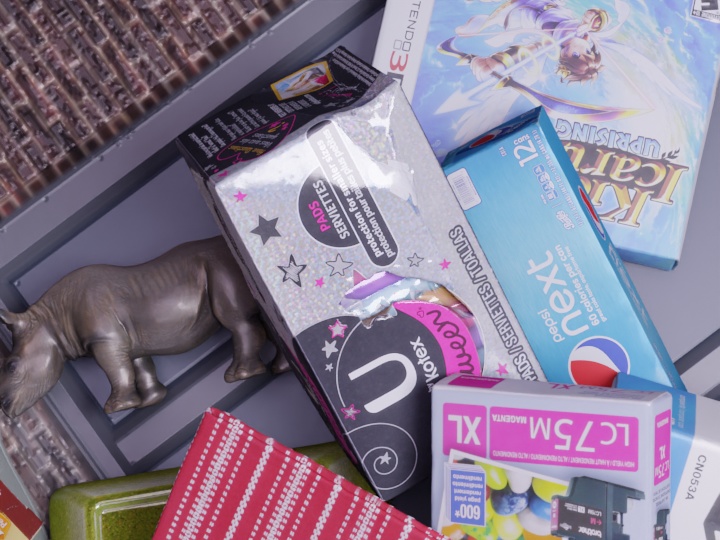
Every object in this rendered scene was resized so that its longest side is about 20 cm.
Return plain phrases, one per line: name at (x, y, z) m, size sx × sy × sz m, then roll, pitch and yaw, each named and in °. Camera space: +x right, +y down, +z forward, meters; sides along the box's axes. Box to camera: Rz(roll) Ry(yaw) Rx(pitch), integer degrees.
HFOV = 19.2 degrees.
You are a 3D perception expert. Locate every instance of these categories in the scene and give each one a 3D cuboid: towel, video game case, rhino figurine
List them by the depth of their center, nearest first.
towel at (-0.023, 0.176, 1.101) m, size 0.200 × 0.022 × 0.145 m, roll 28°, pitch 102°, yaw 21°
rhino figurine at (-0.137, 0.037, 1.232) m, size 0.199 × 0.060 × 0.088 m, roll -14°, pitch 85°, yaw 3°
video game case at (0.106, -0.110, 1.243) m, size 0.199 × 0.045 × 0.182 m, roll 12°, pitch 84°, yaw 5°

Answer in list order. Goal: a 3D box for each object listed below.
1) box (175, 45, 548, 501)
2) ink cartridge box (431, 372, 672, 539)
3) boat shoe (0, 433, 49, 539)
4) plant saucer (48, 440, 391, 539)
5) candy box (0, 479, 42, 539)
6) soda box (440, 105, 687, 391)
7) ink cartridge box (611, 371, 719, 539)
box at (0.000, 0.000, 1.150) m, size 0.115 × 0.132 × 0.200 m, roll -30°, pitch 109°, yaw -5°
ink cartridge box at (0.095, 0.157, 1.080) m, size 0.119 × 0.042 × 0.201 m, roll 3°, pitch 100°, yaw 25°
boat shoe at (-0.223, 0.138, 1.210) m, size 0.060 × 0.076 × 0.201 m, roll -17°, pitch 94°, yaw 10°
plant saucer at (-0.076, 0.187, 1.178) m, size 0.199 × 0.048 × 0.201 m, roll -10°, pitch 60°, yaw 2°
candy box at (-0.281, 0.153, 1.162) m, size 0.200 × 0.055 × 0.116 m, roll -34°, pitch 102°, yaw 33°
soda box at (0.117, 0.014, 1.182) m, size 0.064 × 0.068 × 0.200 m, roll -26°, pitch 98°, yaw 11°
ink cartridge box at (0.208, 0.157, 1.121) m, size 0.199 × 0.084 × 0.146 m, roll 17°, pitch 103°, yaw 5°
